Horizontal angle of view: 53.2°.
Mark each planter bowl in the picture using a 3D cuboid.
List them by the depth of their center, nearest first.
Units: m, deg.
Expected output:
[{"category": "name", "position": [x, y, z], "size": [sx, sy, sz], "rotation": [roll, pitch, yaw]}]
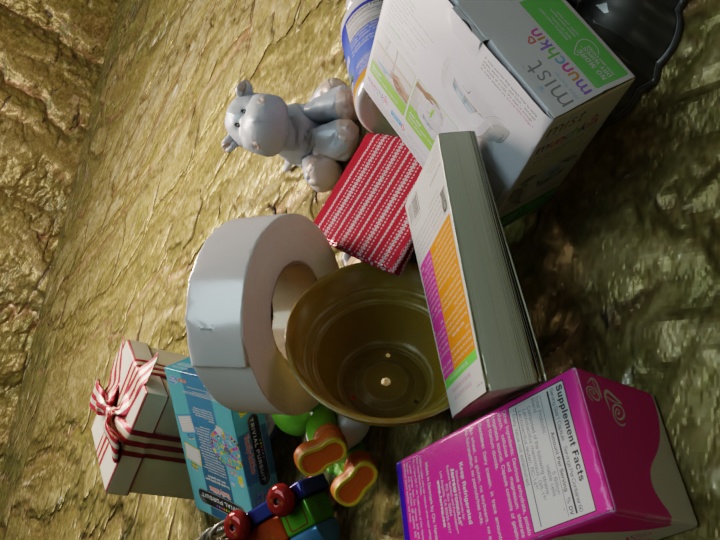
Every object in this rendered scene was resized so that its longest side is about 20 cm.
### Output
[{"category": "planter bowl", "position": [0.026, 0.089, 0.715], "size": [0.084, 0.196, 0.202], "rotation": [88, 166, -45]}]

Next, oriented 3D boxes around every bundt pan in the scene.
[{"category": "bundt pan", "position": [0.191, -0.227, 0.668], "size": [0.201, 0.075, 0.206], "rotation": [-31, 51, 47]}]

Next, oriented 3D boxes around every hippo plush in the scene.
[{"category": "hippo plush", "position": [-0.104, -0.218, 1.018], "size": [0.200, 0.159, 0.162], "rotation": [36, 105, 55]}]

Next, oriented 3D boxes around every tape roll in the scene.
[{"category": "tape roll", "position": [-0.091, 0.045, 0.741], "size": [0.069, 0.202, 0.207], "rotation": [-2, 71, 27]}]

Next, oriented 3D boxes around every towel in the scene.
[{"category": "towel", "position": [0.024, -0.078, 0.776], "size": [0.146, 0.022, 0.199], "rotation": [-59, 32, -3]}]

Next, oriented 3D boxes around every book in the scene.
[{"category": "book", "position": [0.081, 0.009, 0.593], "size": [0.134, 0.047, 0.204], "rotation": [116, 145, -68]}]

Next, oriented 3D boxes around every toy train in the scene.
[{"category": "toy train", "position": [-0.104, 0.320, 0.807], "size": [0.199, 0.084, 0.117], "rotation": [-36, 69, 24]}]

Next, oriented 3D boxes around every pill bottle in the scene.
[{"category": "pill bottle", "position": [0.034, -0.271, 0.886], "size": [0.112, 0.111, 0.203], "rotation": [-43, 43, 36]}]

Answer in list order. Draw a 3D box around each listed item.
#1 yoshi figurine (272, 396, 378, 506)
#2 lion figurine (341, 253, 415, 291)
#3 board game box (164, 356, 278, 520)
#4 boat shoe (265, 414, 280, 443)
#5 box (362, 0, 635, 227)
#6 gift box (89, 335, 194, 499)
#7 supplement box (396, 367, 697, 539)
[{"category": "yoshi figurine", "position": [-0.051, 0.177, 0.803], "size": [0.200, 0.110, 0.115], "rotation": [-117, 32, -67]}, {"category": "lion figurine", "position": [0.000, 0.000, 0.862], "size": [0.200, 0.071, 0.125], "rotation": [-49, 47, 53]}, {"category": "board game box", "position": [-0.174, 0.220, 0.919], "size": [0.149, 0.046, 0.204], "rotation": [2, 106, 47]}, {"category": "boat shoe", "position": [-0.098, 0.151, 0.923], "size": [0.075, 0.061, 0.203], "rotation": [37, 114, 47]}, {"category": "box", "position": [0.101, -0.162, 0.617], "size": [0.202, 0.096, 0.177], "rotation": [56, 156, 19]}, {"category": "gift box", "position": [-0.299, 0.209, 1.083], "size": [0.184, 0.184, 0.203], "rotation": [31, 102, 56]}, {"category": "supplement box", "position": [0.129, 0.169, 0.548], "size": [0.199, 0.100, 0.105], "rotation": [-38, 45, 39]}]
